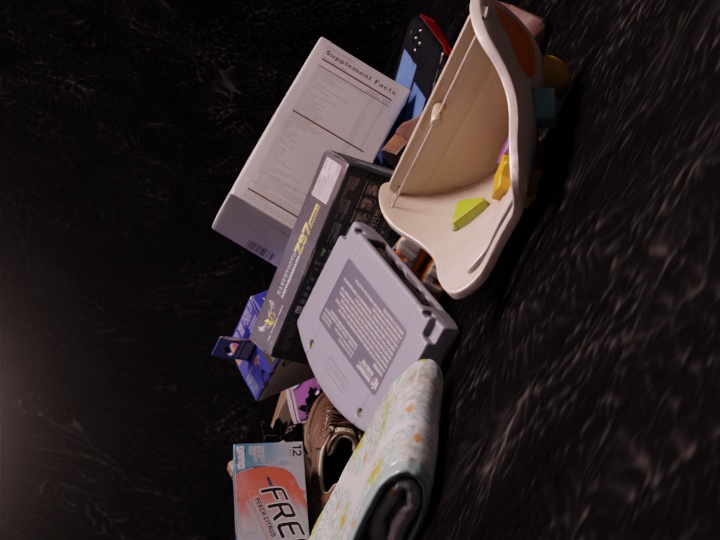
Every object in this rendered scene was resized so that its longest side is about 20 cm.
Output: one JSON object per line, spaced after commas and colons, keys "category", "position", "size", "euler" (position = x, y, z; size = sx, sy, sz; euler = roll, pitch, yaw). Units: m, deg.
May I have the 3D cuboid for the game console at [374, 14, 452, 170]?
{"category": "game console", "position": [0.049, -0.153, 1.710], "size": [0.177, 0.031, 0.201], "euler": [-101, 25, -69]}

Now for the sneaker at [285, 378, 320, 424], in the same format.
{"category": "sneaker", "position": [-0.030, 0.105, 1.846], "size": [0.114, 0.072, 0.202], "euler": [11, 104, 61]}

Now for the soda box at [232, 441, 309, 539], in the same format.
{"category": "soda box", "position": [-0.074, 0.249, 1.410], "size": [0.069, 0.063, 0.201], "euler": [100, 166, -62]}

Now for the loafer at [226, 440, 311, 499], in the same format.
{"category": "loafer", "position": [-0.071, 0.207, 1.583], "size": [0.068, 0.076, 0.200], "euler": [-26, -13, 2]}

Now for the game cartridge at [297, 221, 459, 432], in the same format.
{"category": "game cartridge", "position": [0.010, 0.058, 1.460], "size": [0.134, 0.041, 0.200], "euler": [-66, 32, 20]}

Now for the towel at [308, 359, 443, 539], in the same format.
{"category": "towel", "position": [0.006, 0.186, 1.294], "size": [0.172, 0.048, 0.201], "euler": [-82, 18, -62]}

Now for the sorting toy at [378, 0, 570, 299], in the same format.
{"category": "sorting toy", "position": [0.096, -0.074, 1.272], "size": [0.181, 0.106, 0.201], "euler": [-86, 18, -52]}

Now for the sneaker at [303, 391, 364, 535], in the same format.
{"category": "sneaker", "position": [-0.011, 0.163, 1.499], "size": [0.201, 0.070, 0.076], "euler": [-92, 14, -52]}

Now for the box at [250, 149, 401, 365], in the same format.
{"category": "box", "position": [0.000, 0.000, 1.595], "size": [0.051, 0.157, 0.201], "euler": [36, 107, 52]}

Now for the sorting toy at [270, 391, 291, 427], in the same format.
{"category": "sorting toy", "position": [-0.033, 0.089, 2.049], "size": [0.199, 0.069, 0.201], "euler": [-75, 8, -53]}

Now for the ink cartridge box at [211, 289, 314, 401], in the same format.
{"category": "ink cartridge box", "position": [-0.053, 0.059, 1.708], "size": [0.199, 0.077, 0.137], "euler": [-23, -16, -24]}

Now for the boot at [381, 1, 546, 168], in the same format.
{"category": "boot", "position": [0.124, -0.164, 1.524], "size": [0.200, 0.064, 0.186], "euler": [-50, 33, -9]}

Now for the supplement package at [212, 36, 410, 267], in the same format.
{"category": "supplement package", "position": [-0.049, -0.112, 1.678], "size": [0.201, 0.113, 0.110], "euler": [-61, 5, -22]}

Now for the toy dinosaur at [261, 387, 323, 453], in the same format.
{"category": "toy dinosaur", "position": [-0.038, 0.187, 1.736], "size": [0.136, 0.101, 0.202], "euler": [-38, -45, -69]}

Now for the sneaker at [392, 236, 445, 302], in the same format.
{"category": "sneaker", "position": [0.038, 0.031, 1.556], "size": [0.201, 0.078, 0.077], "euler": [-57, 5, 24]}
